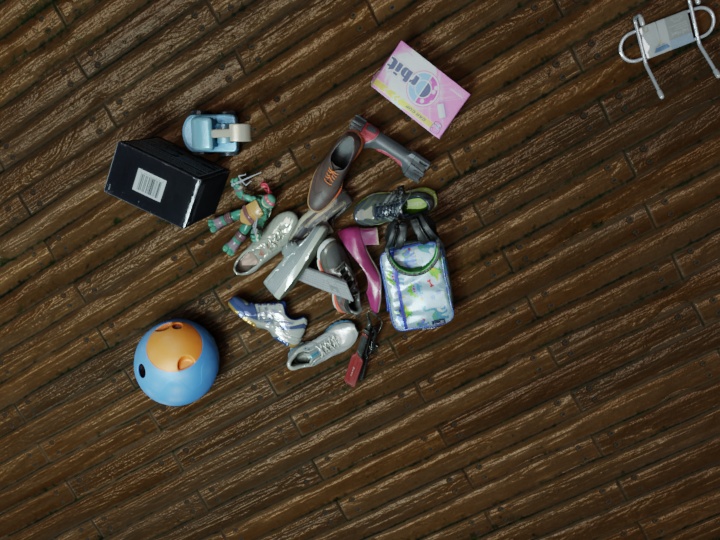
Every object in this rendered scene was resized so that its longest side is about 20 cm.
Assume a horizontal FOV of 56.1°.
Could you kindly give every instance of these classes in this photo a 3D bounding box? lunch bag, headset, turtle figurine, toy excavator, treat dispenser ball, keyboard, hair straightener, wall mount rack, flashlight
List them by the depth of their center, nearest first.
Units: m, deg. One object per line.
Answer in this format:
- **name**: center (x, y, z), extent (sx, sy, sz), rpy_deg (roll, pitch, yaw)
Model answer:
- **wall mount rack**: center (0.643, -0.457, 1.383), extent (0.196, 0.075, 0.177), rpy_deg (-18, 99, 12)
- **headset**: center (0.106, -0.082, 1.452), extent (0.121, 0.094, 0.204), rpy_deg (-10, 107, 6)
- **toy excavator**: center (-0.311, -0.298, 1.478), extent (0.190, 0.200, 0.102), rpy_deg (1, 103, 7)
- **flashlight**: center (0.057, -0.268, 1.511), extent (0.198, 0.068, 0.069), rpy_deg (33, 100, -5)
- **keyboard**: center (-0.094, 0.023, 1.550), extent (0.198, 0.011, 0.057), rpy_deg (19, 137, 40)
- **lunch bag**: center (0.129, 0.034, 1.556), extent (0.157, 0.082, 0.204), rpy_deg (-8, 100, 12)
- **turtle figurine**: center (-0.258, -0.129, 1.559), extent (0.199, 0.100, 0.152), rpy_deg (-35, 73, 29)
- **treat dispenser ball**: center (-0.435, 0.217, 1.606), extent (0.196, 0.201, 0.206), rpy_deg (2, 103, 7)
- **hair straightener**: center (0.011, 0.179, 1.609), extent (0.040, 0.077, 0.204), rpy_deg (25, 120, 26)

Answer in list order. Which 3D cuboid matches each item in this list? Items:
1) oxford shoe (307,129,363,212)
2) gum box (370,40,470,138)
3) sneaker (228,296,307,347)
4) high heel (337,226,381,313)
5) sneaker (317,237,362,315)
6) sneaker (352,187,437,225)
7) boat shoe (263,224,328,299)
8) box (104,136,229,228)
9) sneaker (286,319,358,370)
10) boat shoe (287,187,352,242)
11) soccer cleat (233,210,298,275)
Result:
- **oxford shoe**: center (-0.064, -0.214, 1.468), extent (0.070, 0.073, 0.202), rpy_deg (29, 107, 1)
- **gum box**: center (0.127, -0.393, 1.468), extent (0.199, 0.066, 0.114), rpy_deg (37, 103, -1)
- **sneaker**: center (-0.220, 0.102, 1.628), extent (0.198, 0.075, 0.089), rpy_deg (30, 93, -6)
- **high heel**: center (0.000, 0.000, 1.566), extent (0.094, 0.067, 0.205), rpy_deg (-4, 97, 0)
- **sneaker**: center (-0.034, 0.016, 1.544), extent (0.077, 0.081, 0.203), rpy_deg (-37, 126, -25)
- **sneaker**: center (0.076, -0.144, 1.522), extent (0.196, 0.081, 0.075), rpy_deg (-13, 100, 10)
- **boat shoe**: center (-0.150, -0.030, 1.520), extent (0.071, 0.070, 0.202), rpy_deg (38, 103, 6)
- **box**: center (-0.427, -0.201, 1.515), extent (0.197, 0.199, 0.125), rpy_deg (25, 107, 1)
- **sneaker**: center (-0.091, 0.189, 1.615), extent (0.198, 0.087, 0.076), rpy_deg (-30, 96, 11)
- **boat shoe**: center (-0.093, -0.108, 1.551), extent (0.073, 0.074, 0.201), rpy_deg (41, 105, 10)
- **soccer cleat**: center (-0.219, -0.058, 1.581), extent (0.200, 0.078, 0.069), rpy_deg (-43, 94, 13)
